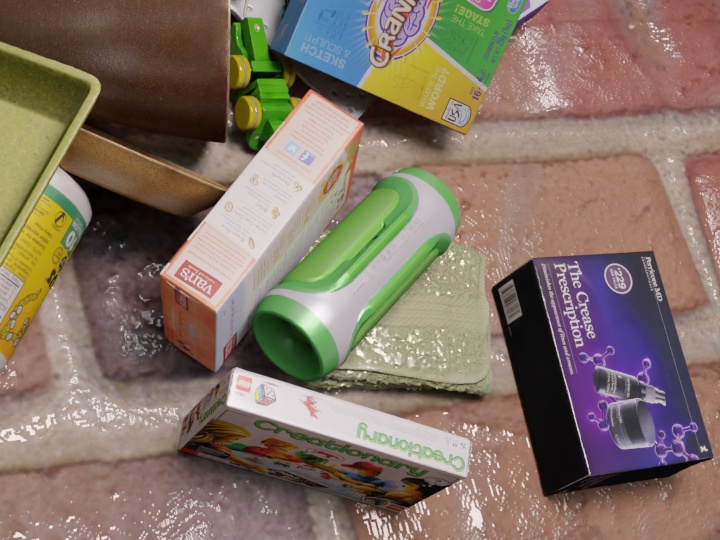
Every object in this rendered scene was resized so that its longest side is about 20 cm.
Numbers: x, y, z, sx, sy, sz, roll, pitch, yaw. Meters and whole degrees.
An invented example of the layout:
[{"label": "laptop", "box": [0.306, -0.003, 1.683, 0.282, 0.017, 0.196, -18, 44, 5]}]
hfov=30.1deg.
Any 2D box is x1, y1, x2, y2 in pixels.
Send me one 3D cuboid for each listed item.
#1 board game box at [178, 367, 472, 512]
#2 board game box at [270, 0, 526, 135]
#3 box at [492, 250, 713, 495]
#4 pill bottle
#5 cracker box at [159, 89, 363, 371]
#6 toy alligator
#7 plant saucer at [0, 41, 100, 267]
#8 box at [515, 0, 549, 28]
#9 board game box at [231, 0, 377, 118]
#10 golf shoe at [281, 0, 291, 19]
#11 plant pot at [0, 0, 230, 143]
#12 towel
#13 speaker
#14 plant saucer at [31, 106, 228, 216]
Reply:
[{"label": "board game box", "box": [-0.030, 0.136, 1.049, 0.199, 0.126, 0.035, 18, 61, -17]}, {"label": "board game box", "box": [0.039, -0.227, 1.196, 0.199, 0.040, 0.154, 19, 99, -28]}, {"label": "box", "box": [0.218, 0.090, 1.216, 0.140, 0.079, 0.201, -3, 70, -29]}, {"label": "pill bottle", "box": [-0.290, 0.011, 0.983, 0.112, 0.113, 0.201, 30, 68, -10]}, {"label": "cracker box", "box": [-0.079, -0.030, 1.072, 0.058, 0.134, 0.200, 33, 66, 8]}, {"label": "toy alligator", "box": [-0.097, -0.177, 1.194, 0.059, 0.054, 0.201, -5, 72, -36]}, {"label": "plant saucer", "box": [-0.301, -0.070, 0.929, 0.199, 0.048, 0.201, 21, 72, 15]}, {"label": "box", "box": [0.076, -0.306, 1.310, 0.137, 0.039, 0.200, -36, 87, -32]}, {"label": "board game box", "box": [-0.029, -0.261, 1.280, 0.200, 0.026, 0.200, 43, 57, -3]}, {"label": "golf shoe", "box": [-0.002, -0.289, 1.220, 0.092, 0.073, 0.201, 29, 80, -3]}, {"label": "plant pot", "box": [-0.209, -0.198, 1.096, 0.199, 0.187, 0.188, -1, 68, -9]}, {"label": "towel", "box": [0.026, 0.034, 1.173, 0.199, 0.036, 0.149, 5, 66, -23]}, {"label": "speaker", "box": [0.000, 0.000, 1.103, 0.088, 0.088, 0.200, 45, 56, -1]}, {"label": "plant saucer", "box": [-0.196, -0.085, 1.050, 0.199, 0.200, 0.036, 23, 92, -15]}]
